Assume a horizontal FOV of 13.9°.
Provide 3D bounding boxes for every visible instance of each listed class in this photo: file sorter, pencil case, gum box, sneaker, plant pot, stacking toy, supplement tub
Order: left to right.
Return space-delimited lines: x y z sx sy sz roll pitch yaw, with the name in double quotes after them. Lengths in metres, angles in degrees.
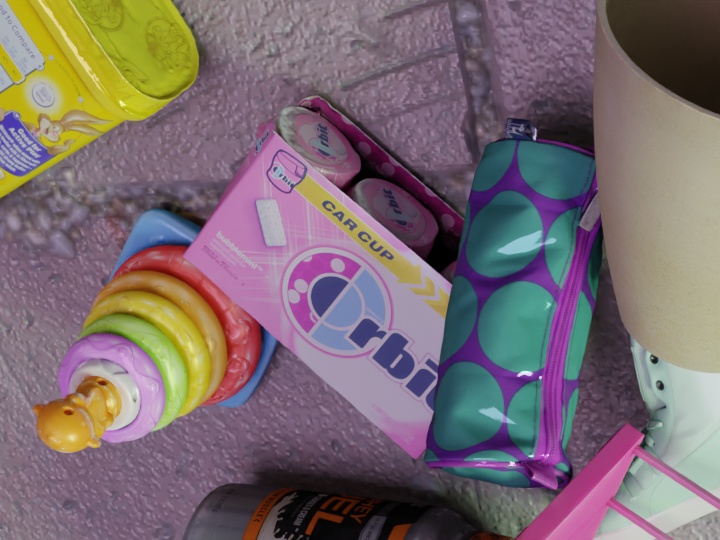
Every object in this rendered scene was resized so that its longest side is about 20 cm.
-0.138 0.061 1.777 0.116 0.200 0.110 31 123 8 "stacking toy"
-0.005 0.201 1.827 0.200 0.123 0.123 5 116 24 "supplement tub"
0.000 0.000 1.760 0.200 0.066 0.114 41 125 3 "gum box"
0.094 0.022 1.655 0.092 0.085 0.200 -1 74 51 "pencil case"
0.135 0.219 1.665 0.125 0.139 0.200 35 135 14 "file sorter"
0.171 0.089 1.720 0.200 0.074 0.118 -27 95 34 "sneaker"
0.203 -0.048 1.584 0.187 0.187 0.200 21 130 16 "plant pot"

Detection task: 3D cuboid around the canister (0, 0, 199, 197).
-0.216 -0.128 1.795 0.200 0.087 0.149 -28 99 35 "canister"
